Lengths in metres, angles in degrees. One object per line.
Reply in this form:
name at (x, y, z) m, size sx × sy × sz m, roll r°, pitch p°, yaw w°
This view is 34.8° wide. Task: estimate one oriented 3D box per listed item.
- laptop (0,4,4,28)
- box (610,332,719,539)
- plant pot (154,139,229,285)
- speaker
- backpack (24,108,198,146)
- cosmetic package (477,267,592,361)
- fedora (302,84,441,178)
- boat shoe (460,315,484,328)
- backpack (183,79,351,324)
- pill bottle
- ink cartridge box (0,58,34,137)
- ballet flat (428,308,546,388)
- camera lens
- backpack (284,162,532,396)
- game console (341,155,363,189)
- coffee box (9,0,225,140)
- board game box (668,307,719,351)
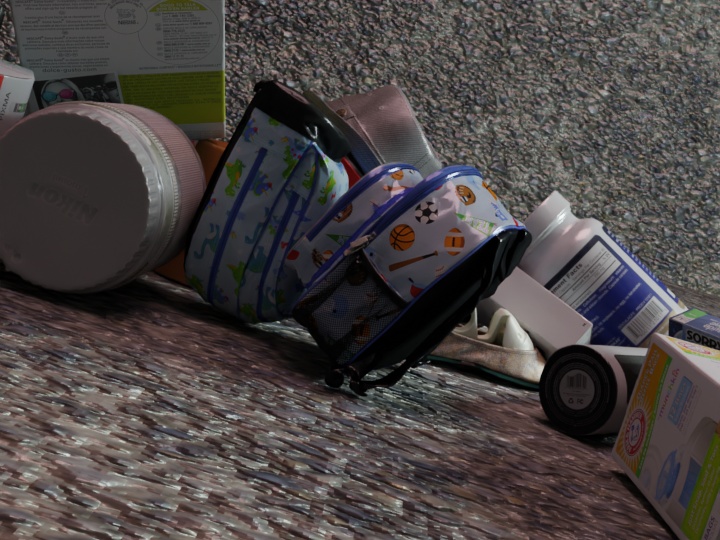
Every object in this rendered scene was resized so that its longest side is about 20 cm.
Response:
laptop at (-0.384, -0.134, 0.962) m, size 0.103 × 0.201 × 0.177 m, roll 20°, pitch -3°, yaw -21°
box at (0.274, 0.134, 0.837) m, size 0.101 × 0.113 × 0.200 m, roll 15°, pitch 12°, yaw -9°
plant pot at (-0.124, -0.056, 1.231) m, size 0.199 × 0.141 × 0.200 m, roll 16°, pitch 7°, yaw -2°
speaker at (0.250, 0.112, 1.078) m, size 0.081 × 0.082 × 0.199 m, roll 23°, pitch 10°, yaw 39°
backpack at (-0.282, -0.135, 1.308) m, size 0.199 × 0.177 × 0.153 m, roll 9°, pitch -1°, yaw -29°
cosmetic package at (0.152, 0.032, 1.223) m, size 0.200 × 0.051 × 0.083 m, roll 39°, pitch -20°, yaw 25°
fedora at (0.024, -0.145, 1.274) m, size 0.177 × 0.090 × 0.200 m, roll 55°, pitch -1°, yaw -32°
boat shoe at (0.067, 0.019, 1.353) m, size 0.199 × 0.073 × 0.071 m, roll 16°, pitch 3°, yaw -23°
backpack at (-0.083, -0.052, 1.054) m, size 0.154 × 0.200 × 0.163 m, roll 40°, pitch 1°, yaw 5°
pill bottle at (0.248, 0.017, 1.243) m, size 0.200 × 0.116 × 0.116 m, roll 46°, pitch 12°, yaw 5°
ink cartridge box at (-0.326, -0.096, 1.003) m, size 0.050 × 0.162 × 0.200 m, roll 16°, pitch 10°, yaw -22°
ballet flat at (0.117, 0.067, 1.149) m, size 0.199 × 0.068 × 0.068 m, roll 15°, pitch 9°, yaw -14°
camera lens at (-0.229, -0.067, 1.011) m, size 0.159 × 0.161 × 0.200 m, roll 17°, pitch 8°, yaw 2°
backpack at (0.044, -0.006, 0.982) m, size 0.155 × 0.190 × 0.200 m, roll 56°, pitch 17°, yaw 7°
game console at (0.014, -0.064, 1.225) m, size 0.177 × 0.031 × 0.200 m, roll 47°, pitch 2°, yaw -17°
coffee box at (-0.240, -0.267, 1.171) m, size 0.198 × 0.199 × 0.201 m, roll -3°, pitch 49°, yaw -9°
board game box at (0.343, 0.126, 0.959) m, size 0.034 × 0.136 × 0.200 m, roll -17°, pitch 25°, yaw -31°
